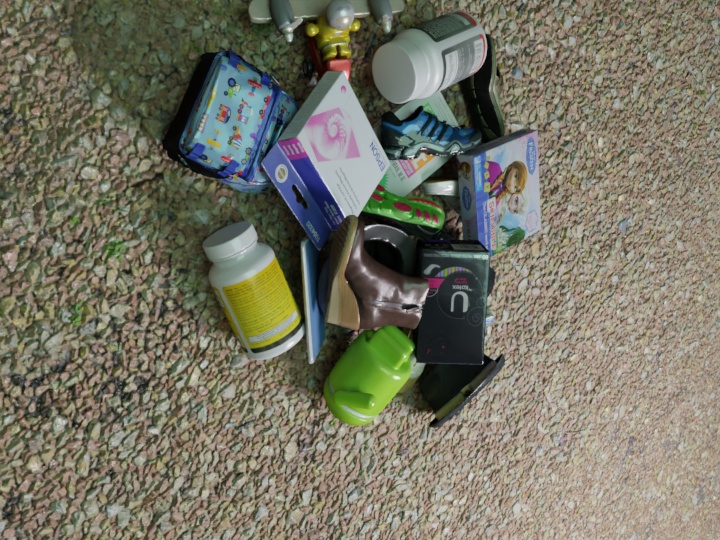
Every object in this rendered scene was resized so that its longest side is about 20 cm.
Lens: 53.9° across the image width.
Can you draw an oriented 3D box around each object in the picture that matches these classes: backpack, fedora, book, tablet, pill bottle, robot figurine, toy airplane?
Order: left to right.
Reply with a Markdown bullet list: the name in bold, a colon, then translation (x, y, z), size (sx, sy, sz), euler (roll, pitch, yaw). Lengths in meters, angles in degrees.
- **backpack**: translation (-0.170, -0.210, 1.069), size (0.198, 0.134, 0.185), euler (27, 85, -33)
- **pill bottle**: translation (-0.172, 0.030, 1.127), size (0.112, 0.112, 0.202), euler (-31, 114, -22)
- **tablet**: translation (-0.080, 0.040, 1.187), size (0.013, 0.130, 0.204), euler (-2, 103, 7)
- **toy airplane**: translation (-0.047, -0.404, 1.097), size (0.198, 0.141, 0.201), euler (39, 85, -23)
- **fedora**: translation (0.000, 0.000, 1.232), size (0.174, 0.090, 0.203), euler (9, 109, -29)
- **robot figurine**: translation (0.011, 0.187, 1.245), size (0.115, 0.175, 0.201), euler (40, 112, 8)
- **book**: translation (0.084, -0.226, 1.273), size (0.199, 0.048, 0.134), euler (-41, 116, -14)
- **pill bottle**: translation (0.116, -0.359, 1.195), size (0.199, 0.113, 0.116), euler (-34, 116, -38)
- **fedora**: translation (0.184, 0.208, 1.374), size (0.200, 0.201, 0.092), euler (-40, 81, -18)

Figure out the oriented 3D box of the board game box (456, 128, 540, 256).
- **board game box**: translation (0.264, -0.143, 1.326), size (0.198, 0.041, 0.203), euler (-26, 119, -36)

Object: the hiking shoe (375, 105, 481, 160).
- **hiking shoe**: translation (0.125, -0.241, 1.224), size (0.197, 0.074, 0.088), euler (-10, 104, -23)

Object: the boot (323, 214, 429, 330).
- **boot**: translation (0.032, 0.006, 1.145), size (0.163, 0.073, 0.203), euler (3, 119, -15)

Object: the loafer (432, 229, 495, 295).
- **loafer**: translation (0.197, -0.023, 1.367), size (0.200, 0.068, 0.071), euler (41, 70, -35)

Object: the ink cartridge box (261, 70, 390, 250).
- **ink cartridge box**: translation (-0.045, -0.167, 1.102), size (0.202, 0.043, 0.197), euler (-60, 139, -26)

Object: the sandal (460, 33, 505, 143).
- **sandal**: translation (0.234, -0.340, 1.327), size (0.057, 0.079, 0.204), euler (-36, 123, -39)

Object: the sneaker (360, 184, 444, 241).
- **sneaker**: translation (0.044, -0.096, 1.223), size (0.197, 0.084, 0.077), euler (19, 48, 3)

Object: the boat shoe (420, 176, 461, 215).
- **boat shoe**: translation (0.194, -0.139, 1.336), size (0.197, 0.070, 0.071), euler (-1, 103, -34)

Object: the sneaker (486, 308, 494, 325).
- **sneaker**: translation (0.187, 0.041, 1.350), size (0.076, 0.076, 0.201), euler (-25, 124, 18)

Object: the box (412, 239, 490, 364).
- **box**: translation (0.156, 0.053, 1.245), size (0.120, 0.106, 0.204), euler (1, 102, 0)

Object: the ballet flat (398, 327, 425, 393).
- **ballet flat**: translation (0.104, 0.141, 1.342), size (0.068, 0.063, 0.204), euler (7, 96, -31)
